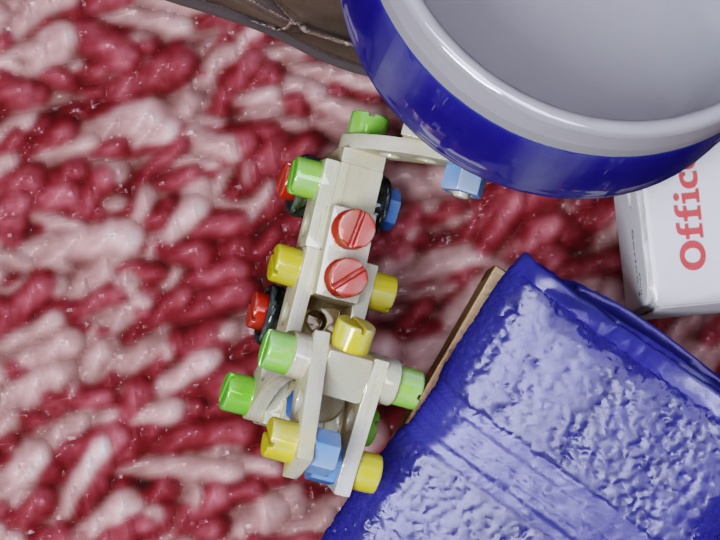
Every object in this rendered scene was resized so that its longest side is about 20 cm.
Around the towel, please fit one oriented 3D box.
[{"bbox_3d":[0.079,0.109,1.174,0.148,0.050,0.200,36,99,5],"label":"towel"}]

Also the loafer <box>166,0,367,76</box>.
[{"bbox_3d":[-0.021,-0.136,1.207,0.199,0.071,0.073,11,84,-4],"label":"loafer"}]

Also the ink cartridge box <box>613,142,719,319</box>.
[{"bbox_3d":[0.215,-0.059,1.213,0.199,0.084,0.147,-5,85,-4],"label":"ink cartridge box"}]

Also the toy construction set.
[{"bbox_3d":[0.000,0.000,1.166,0.092,0.131,0.200,30,81,-11],"label":"toy construction set"}]

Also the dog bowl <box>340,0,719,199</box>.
[{"bbox_3d":[0.093,-0.135,1.117,0.199,0.079,0.201,5,69,-12],"label":"dog bowl"}]

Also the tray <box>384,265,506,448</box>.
[{"bbox_3d":[0.122,0.092,1.218,0.200,0.037,0.099,31,83,-1],"label":"tray"}]
